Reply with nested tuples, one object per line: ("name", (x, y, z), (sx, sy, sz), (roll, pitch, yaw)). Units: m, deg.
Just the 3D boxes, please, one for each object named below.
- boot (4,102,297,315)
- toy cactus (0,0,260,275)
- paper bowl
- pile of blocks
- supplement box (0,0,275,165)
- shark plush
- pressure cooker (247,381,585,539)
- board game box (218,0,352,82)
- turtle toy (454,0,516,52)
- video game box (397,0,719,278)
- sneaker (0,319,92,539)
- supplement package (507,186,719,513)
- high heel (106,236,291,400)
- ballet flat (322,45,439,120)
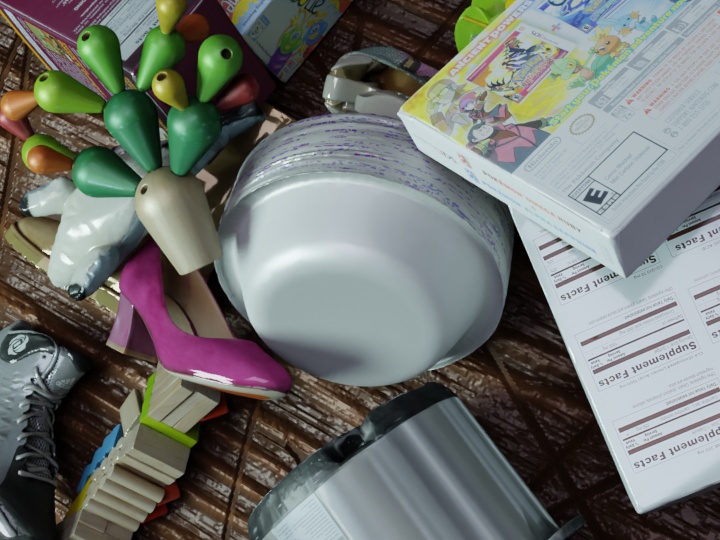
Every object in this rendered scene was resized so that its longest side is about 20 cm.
("boot", (-0.160, -0.064, 0.978), (0.175, 0.066, 0.200), (30, 89, 7))
("toy cactus", (-0.137, -0.079, 0.797), (0.199, 0.102, 0.165), (-21, 100, 25))
("paper bowl", (0.000, 0.000, 0.836), (0.200, 0.201, 0.105), (0, 45, 16))
("pile of blocks", (-0.160, 0.143, 0.946), (0.062, 0.082, 0.200), (32, 101, -24))
("supplement box", (-0.175, -0.174, 0.939), (0.200, 0.110, 0.086), (30, 75, 37))
("shark plush", (-0.158, -0.061, 0.892), (0.091, 0.083, 0.200), (43, 96, 22))
("pressure cooker", (0.043, 0.198, 0.804), (0.178, 0.176, 0.200), (-32, 73, -22))
("board game box", (-0.114, -0.258, 0.977), (0.200, 0.105, 0.103), (40, 91, 19))
("turtle toy", (0.126, -0.138, 0.882), (0.146, 0.101, 0.200), (-49, 54, 44))
("video game box", (0.151, -0.112, 0.721), (0.200, 0.047, 0.182), (-43, 49, -10))
("sneaker", (-0.250, 0.115, 0.949), (0.115, 0.075, 0.200), (-34, 59, 1))
("supplement package", (0.206, 0.034, 0.785), (0.147, 0.191, 0.201), (-24, 75, 9))
("high heel", (-0.108, 0.027, 0.856), (0.200, 0.067, 0.096), (15, 84, 43))
("ballet flat", (0.019, -0.122, 0.884), (0.200, 0.071, 0.069), (28, 115, 51))
